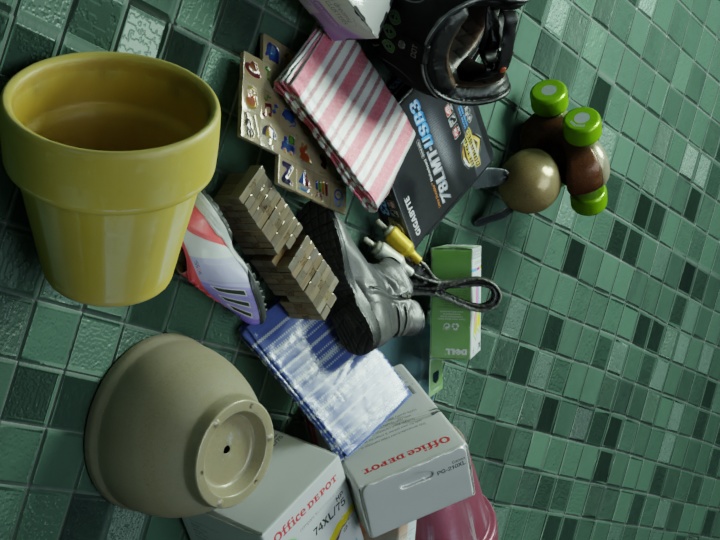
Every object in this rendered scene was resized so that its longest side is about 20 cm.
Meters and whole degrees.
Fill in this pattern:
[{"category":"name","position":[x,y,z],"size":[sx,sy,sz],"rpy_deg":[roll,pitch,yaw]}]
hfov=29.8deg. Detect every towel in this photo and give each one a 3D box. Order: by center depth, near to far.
[{"category":"towel","position":[-0.013,-0.186,1.586],"size":[0.201,0.030,0.147],"rpy_deg":[53,45,-27]},{"category":"towel","position":[-0.041,0.111,1.623],"size":[0.201,0.024,0.145],"rpy_deg":[51,51,-1]}]

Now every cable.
[{"category":"cable","position":[0.083,0.018,1.742],"size":[0.098,0.199,0.050],"rpy_deg":[-63,-176,1]}]

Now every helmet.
[{"category":"helmet","position":[0.106,-0.306,1.630],"size":[0.198,0.191,0.202],"rpy_deg":[-14,131,-17]}]

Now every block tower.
[{"category":"block tower","position":[-0.096,-0.030,1.548],"size":[0.201,0.057,0.054],"rpy_deg":[58,48,-36]}]

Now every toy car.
[{"category":"toy car","position":[0.238,-0.141,1.924],"size":[0.199,0.158,0.165],"rpy_deg":[-28,136,-13]}]

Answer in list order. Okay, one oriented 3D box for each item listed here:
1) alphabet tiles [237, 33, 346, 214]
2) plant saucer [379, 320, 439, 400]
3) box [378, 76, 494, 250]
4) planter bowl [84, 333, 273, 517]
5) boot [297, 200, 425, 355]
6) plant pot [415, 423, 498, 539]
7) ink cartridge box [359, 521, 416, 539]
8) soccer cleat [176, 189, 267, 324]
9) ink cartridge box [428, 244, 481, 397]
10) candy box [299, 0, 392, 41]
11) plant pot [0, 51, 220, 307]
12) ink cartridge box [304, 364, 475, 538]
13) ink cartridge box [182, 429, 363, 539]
[{"category":"alphabet tiles","position":[-0.074,-0.169,1.546],"size":[0.199,0.007,0.169],"rpy_deg":[22,64,-52]},{"category":"plant saucer","position":[0.037,0.152,1.823],"size":[0.199,0.027,0.202],"rpy_deg":[-22,118,-47]},{"category":"box","position":[0.083,-0.165,1.762],"size":[0.199,0.049,0.201],"rpy_deg":[-49,135,-31]},{"category":"planter bowl","position":[-0.180,0.181,1.469],"size":[0.199,0.134,0.202],"rpy_deg":[-19,116,-46]},{"category":"boot","position":[0.000,0.000,1.662],"size":[0.131,0.069,0.202],"rpy_deg":[-22,93,-53]},{"category":"plant pot","position":[0.080,0.301,1.776],"size":[0.200,0.199,0.181],"rpy_deg":[-35,132,-40]},{"category":"ink cartridge box","position":[-0.011,0.368,1.722],"size":[0.050,0.161,0.202],"rpy_deg":[-14,113,-54]},{"category":"soccer cleat","position":[-0.164,-0.003,1.498],"size":[0.073,0.068,0.201],"rpy_deg":[-34,135,-10]},{"category":"ink cartridge box","position":[0.129,0.067,1.830],"size":[0.104,0.059,0.202],"rpy_deg":[-14,105,-78]},{"category":"candy box","position":[-0.015,-0.388,1.519],"size":[0.168,0.071,0.202],"rpy_deg":[45,58,-45]},{"category":"plant pot","position":[-0.237,-0.079,1.282],"size":[0.200,0.200,0.190],"rpy_deg":[-31,141,-42]},{"category":"ink cartridge box","position":[0.033,0.217,1.661],"size":[0.144,0.200,0.085],"rpy_deg":[-20,121,-13]},{"category":"ink cartridge box","position":[-0.099,0.315,1.605],"size":[0.147,0.145,0.201],"rpy_deg":[-42,132,-35]}]
